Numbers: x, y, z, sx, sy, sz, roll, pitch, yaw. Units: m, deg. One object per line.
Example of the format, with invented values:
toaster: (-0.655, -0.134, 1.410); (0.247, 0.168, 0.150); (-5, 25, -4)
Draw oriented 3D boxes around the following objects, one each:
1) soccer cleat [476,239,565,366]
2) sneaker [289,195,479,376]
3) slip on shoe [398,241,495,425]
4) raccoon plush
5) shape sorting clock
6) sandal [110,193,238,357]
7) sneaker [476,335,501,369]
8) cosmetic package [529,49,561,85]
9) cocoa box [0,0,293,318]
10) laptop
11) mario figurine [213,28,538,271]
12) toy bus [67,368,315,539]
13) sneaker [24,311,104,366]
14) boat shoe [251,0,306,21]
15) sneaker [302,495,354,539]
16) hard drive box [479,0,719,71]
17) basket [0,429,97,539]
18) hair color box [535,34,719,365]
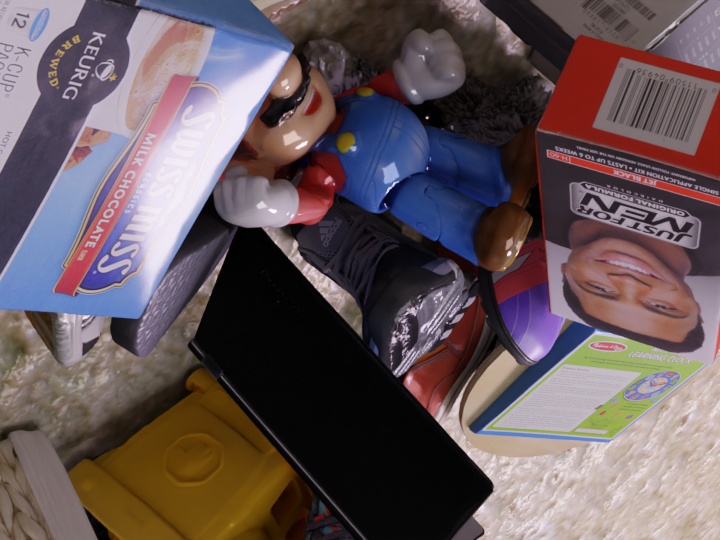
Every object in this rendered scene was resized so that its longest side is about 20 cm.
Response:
soccer cleat: (0.125, -0.018, 0.908); (0.073, 0.200, 0.068); (-23, 113, 29)
sneaker: (0.000, 0.000, 0.847); (0.075, 0.115, 0.200); (-54, 171, 4)
slip on shoe: (0.045, 0.039, 0.985); (0.061, 0.074, 0.200); (4, 127, -27)
raccoon plush: (0.057, -0.102, 0.864); (0.097, 0.134, 0.200); (-37, 115, 20)
shape sorting clock: (0.160, 0.066, 0.999); (0.200, 0.039, 0.200); (-15, 148, -9)
sandal: (-0.099, -0.007, 0.745); (0.076, 0.043, 0.200); (-57, -177, 9)
sneaker: (0.111, 0.047, 1.043); (0.075, 0.081, 0.200); (-24, 140, -6)
cosmetic package: (0.209, -0.108, 0.867); (0.103, 0.200, 0.087); (-11, 134, -38)
cocoa box: (-0.148, -0.095, 0.548); (0.131, 0.200, 0.133); (8, 122, -47)
laptop: (0.008, 0.068, 0.818); (0.116, 0.187, 0.200); (-47, 165, 20)
mario figurine: (-0.004, -0.071, 0.733); (0.200, 0.123, 0.106); (18, 112, -2)
toy bus: (-0.078, 0.155, 0.957); (0.192, 0.136, 0.200); (-46, 149, -22)
sneaker: (-0.134, -0.033, 0.735); (0.088, 0.076, 0.200); (-25, 144, -28)
boat shoe: (-0.057, -0.148, 0.684); (0.200, 0.072, 0.065); (-39, 107, -30)
sneaker: (-0.019, 0.171, 0.875); (0.200, 0.079, 0.096); (-49, 143, -62)
hard drive box: (0.173, -0.191, 0.785); (0.200, 0.156, 0.077); (-41, 145, 0)
basket: (-0.206, 0.211, 0.825); (0.123, 0.200, 0.136); (-13, 136, -24)
hair color box: (0.150, -0.029, 0.753); (0.200, 0.101, 0.061); (70, 42, -61)
